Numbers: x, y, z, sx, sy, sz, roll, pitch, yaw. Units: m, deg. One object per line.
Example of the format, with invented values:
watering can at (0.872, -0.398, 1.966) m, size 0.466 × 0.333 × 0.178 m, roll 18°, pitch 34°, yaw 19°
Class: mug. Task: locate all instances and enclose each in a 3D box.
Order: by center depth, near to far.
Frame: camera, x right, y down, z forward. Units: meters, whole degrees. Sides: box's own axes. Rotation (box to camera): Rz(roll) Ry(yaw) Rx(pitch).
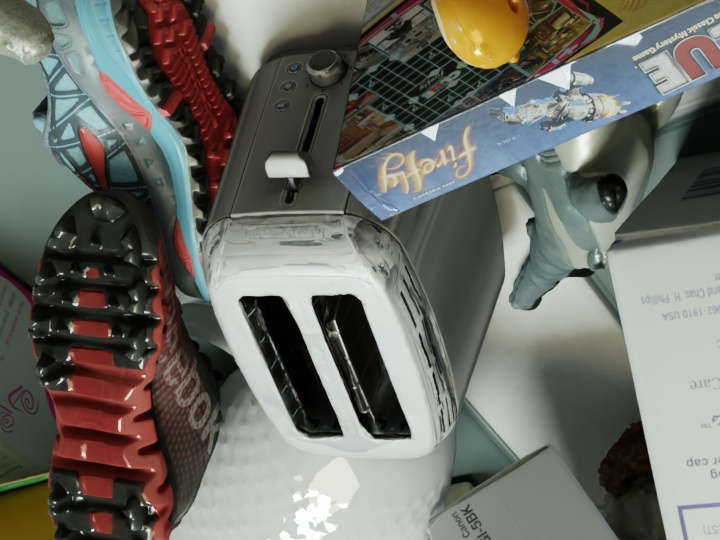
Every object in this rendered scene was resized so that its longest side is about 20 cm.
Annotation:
mug at (-0.046, 0.098, 0.917) m, size 0.199 × 0.148 × 0.176 m, roll 36°, pitch 133°, yaw 5°

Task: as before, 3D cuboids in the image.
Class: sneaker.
sneaker at (-0.107, -0.071, 0.804) m, size 0.095 × 0.080 × 0.201 m, roll 6°, pitch 133°, yaw 27°
sneaker at (-0.112, 0.048, 0.818) m, size 0.070 × 0.098 × 0.202 m, roll 9°, pitch 115°, yaw 20°

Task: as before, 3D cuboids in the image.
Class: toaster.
toaster at (0.000, 0.000, 0.792) m, size 0.113 × 0.130 × 0.201 m, roll 1°, pitch 136°, yaw 21°

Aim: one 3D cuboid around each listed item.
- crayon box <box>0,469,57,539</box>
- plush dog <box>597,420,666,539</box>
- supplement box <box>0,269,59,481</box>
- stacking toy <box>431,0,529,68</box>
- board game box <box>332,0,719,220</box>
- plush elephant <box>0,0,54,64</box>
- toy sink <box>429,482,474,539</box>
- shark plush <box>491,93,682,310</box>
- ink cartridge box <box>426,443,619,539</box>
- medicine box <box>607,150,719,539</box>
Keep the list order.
crayon box at (-0.195, 0.153, 0.931) m, size 0.126 × 0.051 × 0.200 m, roll -13°, pitch 167°, yaw -32°
plush dog at (0.210, 0.162, 0.925) m, size 0.171 × 0.161 × 0.200 m, roll 27°, pitch 158°, yaw 46°
supplement box at (-0.261, 0.037, 0.915) m, size 0.103 × 0.102 × 0.200 m, roll -28°, pitch 125°, yaw 35°
stacking toy at (0.048, -0.139, 0.590) m, size 0.109 × 0.201 × 0.116 m, roll -22°, pitch 129°, yaw 31°
board game box at (0.085, -0.110, 0.662) m, size 0.199 × 0.136 × 0.035 m, roll -22°, pitch 129°, yaw 31°
plush elephant at (-0.191, -0.121, 0.642) m, size 0.199 × 0.155 × 0.165 m, roll -12°, pitch 147°, yaw -37°
toy sink at (0.008, 0.230, 1.059) m, size 0.199 × 0.113 × 0.131 m, roll -19°, pitch 130°, yaw 24°
shark plush at (0.098, -0.049, 0.806) m, size 0.083 × 0.091 × 0.200 m, roll 25°, pitch 161°, yaw 13°
ink cartridge box at (0.128, 0.210, 0.890) m, size 0.083 × 0.147 × 0.200 m, roll -32°, pitch 138°, yaw -1°
medicine box at (0.190, 0.055, 0.728) m, size 0.102 × 0.182 × 0.202 m, roll -9°, pitch 101°, yaw 21°
